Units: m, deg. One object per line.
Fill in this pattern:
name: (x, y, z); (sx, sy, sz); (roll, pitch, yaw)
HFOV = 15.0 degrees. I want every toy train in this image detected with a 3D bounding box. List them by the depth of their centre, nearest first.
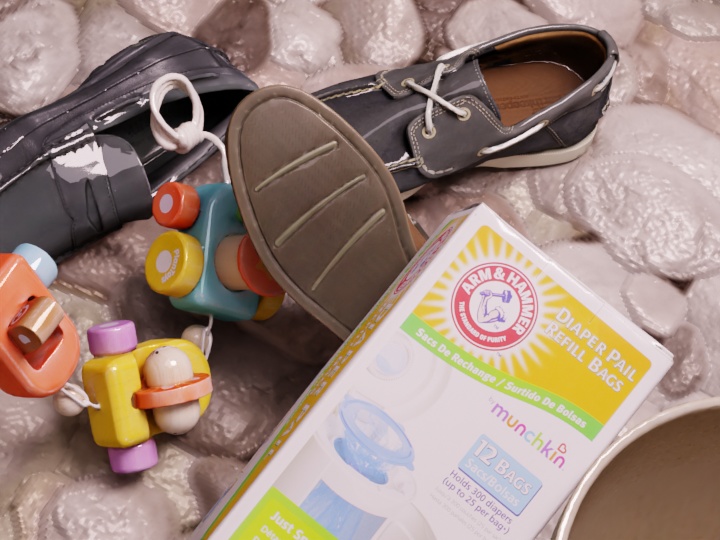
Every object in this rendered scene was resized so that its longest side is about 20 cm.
toy train: (-0.099, 0.005, 1.247); (0.056, 0.150, 0.200); (-1, 39, 44)

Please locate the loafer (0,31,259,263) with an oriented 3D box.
loafer: (-0.130, -0.047, 1.307); (0.070, 0.068, 0.201); (23, 50, 36)

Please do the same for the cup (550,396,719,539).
cup: (0.155, 0.172, 1.177); (0.200, 0.143, 0.201); (6, 64, -13)

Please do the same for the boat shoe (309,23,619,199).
boat shoe: (0.037, -0.082, 1.356); (0.200, 0.068, 0.072); (-13, 65, -25)

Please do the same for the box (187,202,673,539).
box: (0.026, 0.080, 1.186); (0.112, 0.101, 0.200); (40, 85, -3)

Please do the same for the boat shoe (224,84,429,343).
boat shoe: (0.000, 0.000, 1.270); (0.072, 0.068, 0.200); (-34, 102, -2)
